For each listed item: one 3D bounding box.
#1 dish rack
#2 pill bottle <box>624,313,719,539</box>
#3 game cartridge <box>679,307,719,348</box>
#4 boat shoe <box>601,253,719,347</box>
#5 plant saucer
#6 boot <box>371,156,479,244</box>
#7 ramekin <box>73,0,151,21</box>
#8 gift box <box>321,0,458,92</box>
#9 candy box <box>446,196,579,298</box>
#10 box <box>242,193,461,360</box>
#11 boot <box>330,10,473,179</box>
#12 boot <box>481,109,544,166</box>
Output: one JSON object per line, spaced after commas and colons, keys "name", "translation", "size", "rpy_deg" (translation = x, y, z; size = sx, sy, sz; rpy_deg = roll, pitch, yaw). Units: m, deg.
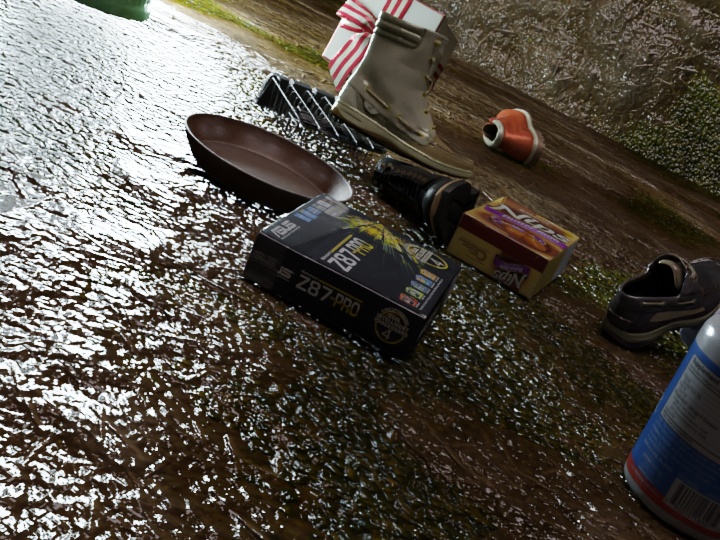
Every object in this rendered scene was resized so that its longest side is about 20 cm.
{"name": "dish rack", "translation": [-0.050, -0.197, 1.447], "size": [0.151, 0.055, 0.201], "rpy_deg": [15, 23, -27]}
{"name": "pill bottle", "translation": [0.301, 0.106, 0.857], "size": [0.111, 0.203, 0.113], "rpy_deg": [23, 18, -8]}
{"name": "game cartridge", "translation": [0.493, 0.089, 1.312], "size": [0.198, 0.041, 0.134], "rpy_deg": [32, 55, 12]}
{"name": "boat shoe", "translation": [0.367, 0.024, 1.265], "size": [0.198, 0.074, 0.074], "rpy_deg": [-25, 46, -32]}
{"name": "plant saucer", "translation": [-0.102, -0.110, 1.165], "size": [0.197, 0.035, 0.201], "rpy_deg": [24, 17, -8]}
{"name": "boot", "translation": [0.062, -0.094, 1.304], "size": [0.136, 0.079, 0.200], "rpy_deg": [25, 4, 10]}
{"name": "ramekin", "translation": [-0.395, -0.463, 1.624], "size": [0.197, 0.099, 0.201], "rpy_deg": [24, 18, -8]}
{"name": "gift box", "translation": [0.052, -0.371, 1.865], "size": [0.182, 0.203, 0.187], "rpy_deg": [26, 2, 15]}
{"name": "candy box", "translation": [0.191, -0.033, 1.321], "size": [0.115, 0.057, 0.200], "rpy_deg": [30, 17, 14]}
{"name": "box", "translation": [0.000, 0.000, 0.981], "size": [0.159, 0.050, 0.200], "rpy_deg": [26, 18, 8]}
{"name": "boot", "translation": [0.080, -0.218, 1.359], "size": [0.197, 0.157, 0.072], "rpy_deg": [27, 3, -6]}
{"name": "boot", "translation": [0.276, -0.272, 2.069], "size": [0.105, 0.076, 0.201], "rpy_deg": [16, 21, -15]}
